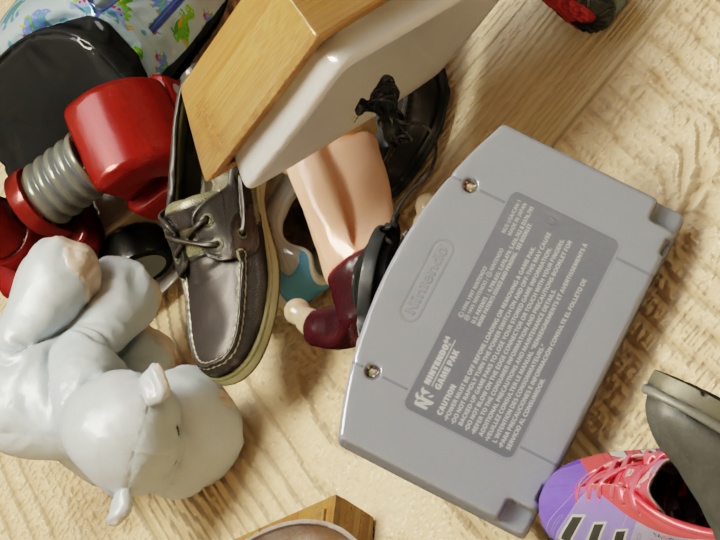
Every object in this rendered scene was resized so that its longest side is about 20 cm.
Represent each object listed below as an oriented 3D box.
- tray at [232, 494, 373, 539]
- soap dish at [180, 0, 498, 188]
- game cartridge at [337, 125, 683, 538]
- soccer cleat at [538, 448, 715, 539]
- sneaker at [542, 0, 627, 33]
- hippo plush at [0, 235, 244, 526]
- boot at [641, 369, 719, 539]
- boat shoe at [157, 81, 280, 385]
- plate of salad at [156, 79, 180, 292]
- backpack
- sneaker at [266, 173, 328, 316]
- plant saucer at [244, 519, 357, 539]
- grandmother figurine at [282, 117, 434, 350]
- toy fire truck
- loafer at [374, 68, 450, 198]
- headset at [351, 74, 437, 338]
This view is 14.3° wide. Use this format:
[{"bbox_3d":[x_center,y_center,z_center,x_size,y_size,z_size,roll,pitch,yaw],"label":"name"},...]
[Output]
[{"bbox_3d":[-0.047,0.232,1.616,0.098,0.037,0.201,-27,44,36],"label":"tray"},{"bbox_3d":[-0.004,-0.145,1.664,0.200,0.081,0.157,-35,-9,-39],"label":"soap dish"},{"bbox_3d":[0.075,0.028,1.560,0.201,0.133,0.040,-61,-4,-14],"label":"game cartridge"},{"bbox_3d":[0.150,0.113,1.436,0.200,0.073,0.068,4,66,53],"label":"soccer cleat"},{"bbox_3d":[0.123,-0.222,1.756,0.096,0.079,0.200,-45,35,11],"label":"sneaker"},{"bbox_3d":[-0.158,0.067,1.775,0.160,0.199,0.160,14,94,47],"label":"hippo plush"},{"bbox_3d":[0.152,0.171,1.312,0.200,0.182,0.073,-52,3,2],"label":"boot"},{"bbox_3d":[-0.093,-0.029,1.760,0.073,0.065,0.201,-22,60,36],"label":"boat shoe"},{"bbox_3d":[-0.155,-0.053,1.987,0.200,0.048,0.201,-32,39,31],"label":"plate of salad"},{"bbox_3d":[-0.175,-0.174,2.025,0.163,0.154,0.200,-30,4,46],"label":"backpack"},{"bbox_3d":[-0.045,-0.059,1.840,0.081,0.076,0.201,-21,54,32],"label":"sneaker"},{"bbox_3d":[-0.052,0.232,1.563,0.200,0.032,0.201,-32,40,32],"label":"plant saucer"},{"bbox_3d":[0.000,0.000,1.706,0.121,0.060,0.201,-46,46,31],"label":"grandmother figurine"},{"bbox_3d":[-0.202,-0.070,1.858,0.176,0.200,0.129,-35,64,21],"label":"toy fire truck"},{"bbox_3d":[0.014,-0.134,1.821,0.073,0.072,0.201,-21,47,39],"label":"loafer"},{"bbox_3d":[0.047,-0.011,1.613,0.123,0.094,0.201,-19,60,-1],"label":"headset"}]
